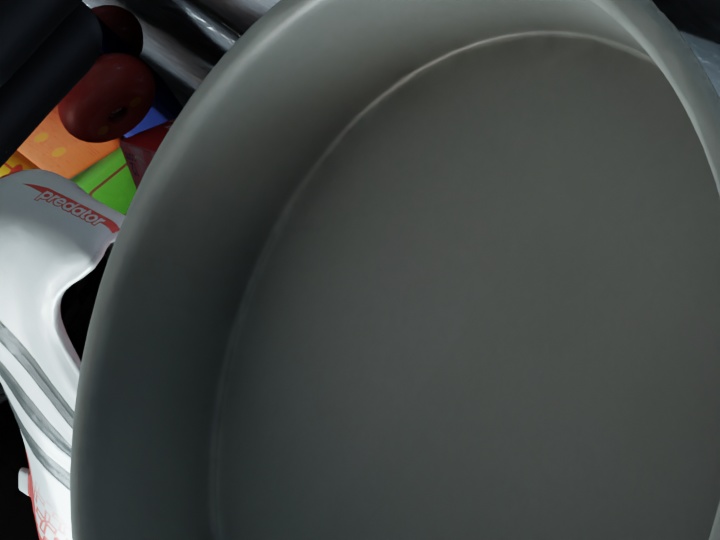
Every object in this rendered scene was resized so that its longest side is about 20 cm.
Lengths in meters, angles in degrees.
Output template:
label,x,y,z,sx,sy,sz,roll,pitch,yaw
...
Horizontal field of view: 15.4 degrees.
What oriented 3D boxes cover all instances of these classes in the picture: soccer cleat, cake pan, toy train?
label,x,y,z,sx,sy,sz,roll,pitch,yaw
soccer cleat,-0.075,0.055,0.883,0.085,0.069,0.200,14,133,44
cake pan,0.015,0.030,0.554,0.037,0.201,0.200,14,-172,-42
toy train,-0.133,-0.056,0.891,0.085,0.116,0.200,53,-175,28

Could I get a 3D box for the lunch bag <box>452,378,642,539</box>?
label,x,y,z,sx,sy,sz,roll,pitch,yaw
lunch bag,0.086,0.087,0.598,0.132,0.200,0.136,46,-164,30

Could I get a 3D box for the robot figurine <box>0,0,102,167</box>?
label,x,y,z,sx,sy,sz,roll,pitch,yaw
robot figurine,-0.162,-0.106,0.706,0.200,0.150,0.125,31,-164,9

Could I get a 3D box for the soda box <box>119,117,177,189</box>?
label,x,y,z,sx,sy,sz,roll,pitch,yaw
soda box,-0.005,-0.011,0.798,0.200,0.063,0.070,19,131,65

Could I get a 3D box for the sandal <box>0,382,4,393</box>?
label,x,y,z,sx,sy,sz,roll,pitch,yaw
sandal,-0.089,-0.005,0.994,0.075,0.200,0.045,2,114,54

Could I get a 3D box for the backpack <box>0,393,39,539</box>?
label,x,y,z,sx,sy,sz,roll,pitch,yaw
backpack,-0.099,0.132,1.011,0.150,0.177,0.200,-15,109,54
